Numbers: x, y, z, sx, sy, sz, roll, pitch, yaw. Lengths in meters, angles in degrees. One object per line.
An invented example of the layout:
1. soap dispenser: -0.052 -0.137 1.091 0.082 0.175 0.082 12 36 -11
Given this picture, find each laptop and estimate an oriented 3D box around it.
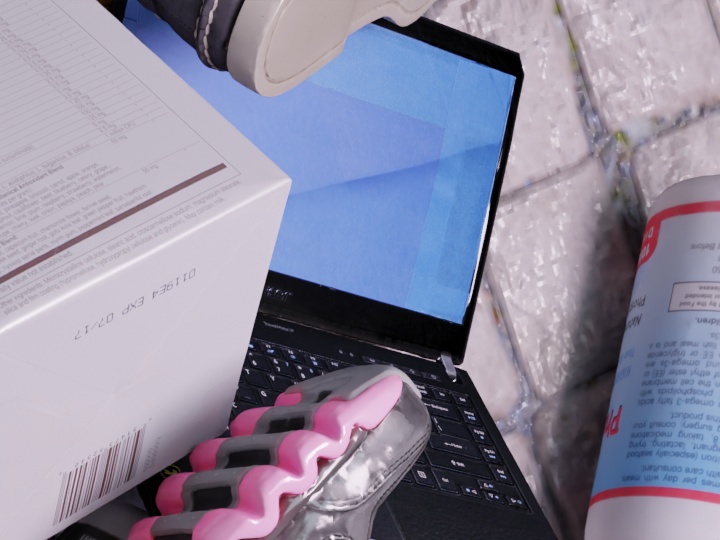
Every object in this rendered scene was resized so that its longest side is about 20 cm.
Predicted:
1. laptop: 0.000 0.000 0.848 0.176 0.104 0.201 16 30 -34

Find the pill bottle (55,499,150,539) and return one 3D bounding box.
1. pill bottle: -0.105 0.177 0.772 0.200 0.111 0.111 -48 112 -20

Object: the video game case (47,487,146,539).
1. video game case: -0.104 0.062 0.857 0.200 0.019 0.143 45 59 -25

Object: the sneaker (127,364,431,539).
1. sneaker: -0.035 0.119 0.713 0.095 0.079 0.200 40 78 -14

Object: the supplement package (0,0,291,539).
1. supplement package: -0.133 -0.029 0.727 0.113 0.110 0.200 -28 60 -36

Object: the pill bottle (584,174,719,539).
1. pill bottle: 0.148 0.072 0.993 0.108 0.108 0.201 26 68 -32

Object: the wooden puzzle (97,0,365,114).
1. wooden puzzle: -0.052 -0.128 0.908 0.185 0.046 0.201 33 65 -30

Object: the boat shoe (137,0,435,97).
1. boat shoe: -0.010 -0.117 0.852 0.200 0.062 0.073 -40 153 -57
